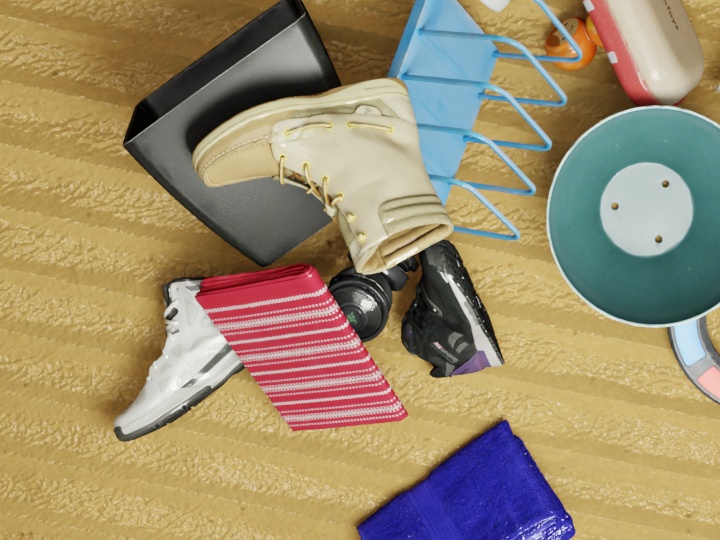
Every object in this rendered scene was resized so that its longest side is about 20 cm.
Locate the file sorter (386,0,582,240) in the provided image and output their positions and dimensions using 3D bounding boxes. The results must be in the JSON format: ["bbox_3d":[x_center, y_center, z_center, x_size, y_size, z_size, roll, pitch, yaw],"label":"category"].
[{"bbox_3d":[0.105,-0.145,1.318,0.122,0.139,0.202,11,74,37],"label":"file sorter"}]

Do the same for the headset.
[{"bbox_3d":[0.000,0.000,1.366,0.094,0.200,0.124,36,54,-7],"label":"headset"}]

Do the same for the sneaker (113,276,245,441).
[{"bbox_3d":[-0.186,0.078,1.447,0.200,0.076,0.116,-36,86,-2],"label":"sneaker"}]

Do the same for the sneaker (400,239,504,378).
[{"bbox_3d":[0.075,0.050,1.377,0.087,0.201,0.076,-20,52,7],"label":"sneaker"}]

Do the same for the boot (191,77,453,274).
[{"bbox_3d":[-0.033,-0.067,1.214,0.198,0.073,0.157,-15,68,-8],"label":"boot"}]

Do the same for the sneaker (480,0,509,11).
[{"bbox_3d":[0.107,-0.357,1.352,0.118,0.074,0.201,-44,77,22],"label":"sneaker"}]

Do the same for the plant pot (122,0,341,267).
[{"bbox_3d":[-0.090,-0.124,1.359,0.199,0.200,0.178,-33,106,5],"label":"plant pot"}]

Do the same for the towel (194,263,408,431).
[{"bbox_3d":[-0.055,0.076,1.367,0.143,0.023,0.201,-9,128,34],"label":"towel"}]

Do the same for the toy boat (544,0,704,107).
[{"bbox_3d":[0.234,-0.236,1.377,0.130,0.130,0.202,-23,96,33],"label":"toy boat"}]

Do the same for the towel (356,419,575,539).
[{"bbox_3d":[0.100,0.257,1.427,0.199,0.050,0.148,-36,56,5],"label":"towel"}]

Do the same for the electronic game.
[{"bbox_3d":[0.404,0.046,1.422,0.197,0.042,0.203,1,99,8],"label":"electronic game"}]

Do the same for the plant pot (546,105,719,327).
[{"bbox_3d":[0.277,-0.055,1.371,0.197,0.135,0.203,1,96,8],"label":"plant pot"}]

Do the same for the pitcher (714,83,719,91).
[{"bbox_3d":[0.467,-0.159,1.372,0.171,0.121,0.200,-41,81,-4],"label":"pitcher"}]
